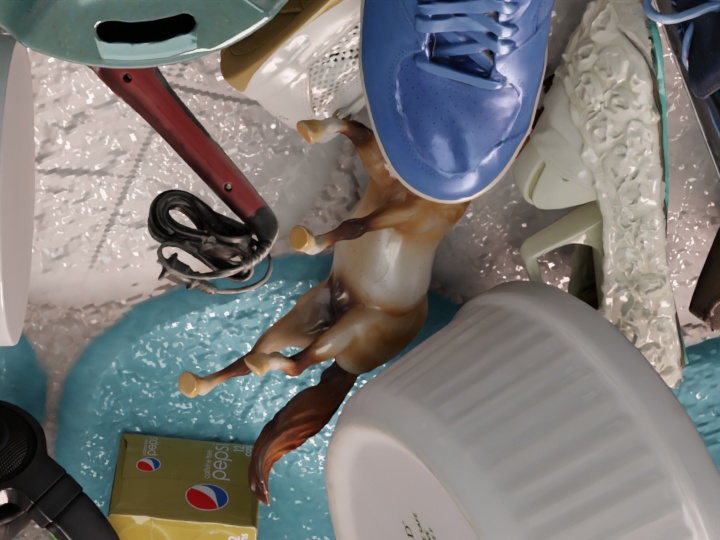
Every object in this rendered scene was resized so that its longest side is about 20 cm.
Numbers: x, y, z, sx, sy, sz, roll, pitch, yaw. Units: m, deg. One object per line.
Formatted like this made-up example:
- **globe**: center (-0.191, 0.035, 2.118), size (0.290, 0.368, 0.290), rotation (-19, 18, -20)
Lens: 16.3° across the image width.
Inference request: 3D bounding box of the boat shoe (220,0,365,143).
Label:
- **boat shoe**: center (0.037, -0.123, 0.980), size (0.200, 0.071, 0.069), rotation (-36, 122, 23)

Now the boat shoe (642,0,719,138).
- **boat shoe**: center (0.156, -0.085, 0.913), size (0.084, 0.069, 0.201), rotation (-25, 98, 37)

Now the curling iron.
- **curling iron**: center (-0.099, -0.074, 0.977), size (0.049, 0.026, 0.200), rotation (-33, 85, -18)

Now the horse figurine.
- **horse figurine**: center (0.000, 0.000, 1.040), size (0.050, 0.132, 0.201), rotation (40, 122, 28)

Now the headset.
- **headset**: center (-0.190, 0.111, 1.089), size (0.200, 0.094, 0.124), rotation (42, 134, 5)

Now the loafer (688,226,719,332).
- **loafer**: center (0.217, 0.047, 1.076), size (0.200, 0.073, 0.071), rotation (40, 101, -11)

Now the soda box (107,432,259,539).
- **soda box**: center (-0.087, 0.175, 1.157), size (0.067, 0.064, 0.201), rotation (5, 120, -2)

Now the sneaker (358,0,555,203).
- **sneaker**: center (0.036, -0.108, 0.876), size (0.076, 0.111, 0.201), rotation (13, 111, 3)

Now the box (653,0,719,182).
- **box**: center (0.202, -0.094, 0.974), size (0.158, 0.046, 0.201), rotation (-20, 100, 12)

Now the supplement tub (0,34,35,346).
- **supplement tub**: center (-0.233, -0.034, 0.983), size (0.199, 0.145, 0.145), rotation (2, 121, -1)

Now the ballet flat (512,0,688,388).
- **ballet flat**: center (0.096, -0.022, 1.021), size (0.071, 0.072, 0.201), rotation (-8, 129, 4)

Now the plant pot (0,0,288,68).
- **plant pot**: center (-0.078, -0.178, 0.869), size (0.199, 0.196, 0.201), rotation (0, 122, 0)

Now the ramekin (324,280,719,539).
- **ramekin**: center (0.065, 0.113, 1.027), size (0.094, 0.202, 0.203), rotation (-25, 124, -24)
